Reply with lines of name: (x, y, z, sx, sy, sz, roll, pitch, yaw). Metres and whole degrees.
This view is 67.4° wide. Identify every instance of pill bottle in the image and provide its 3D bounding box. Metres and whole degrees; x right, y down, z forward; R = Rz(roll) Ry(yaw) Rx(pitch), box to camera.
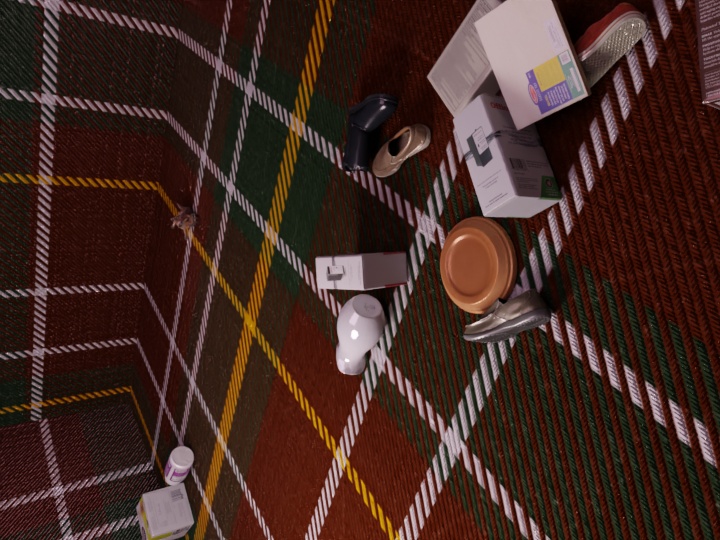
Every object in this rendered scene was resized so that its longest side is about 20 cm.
pill bottle: (-0.859, 0.925, 2.543, 0.113, 0.111, 0.202, 58, 133, 32)

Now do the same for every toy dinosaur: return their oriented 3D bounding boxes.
toy dinosaur: (-0.772, -0.236, 2.386, 0.135, 0.085, 0.203, -43, 43, 33)

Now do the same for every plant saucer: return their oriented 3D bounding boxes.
plant saucer: (0.236, -0.010, 1.130, 0.198, 0.037, 0.205, 6, 98, 52)

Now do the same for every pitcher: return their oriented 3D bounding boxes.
pitcher: (-0.013, 0.143, 1.411, 0.174, 0.118, 0.202, -109, 27, -43)

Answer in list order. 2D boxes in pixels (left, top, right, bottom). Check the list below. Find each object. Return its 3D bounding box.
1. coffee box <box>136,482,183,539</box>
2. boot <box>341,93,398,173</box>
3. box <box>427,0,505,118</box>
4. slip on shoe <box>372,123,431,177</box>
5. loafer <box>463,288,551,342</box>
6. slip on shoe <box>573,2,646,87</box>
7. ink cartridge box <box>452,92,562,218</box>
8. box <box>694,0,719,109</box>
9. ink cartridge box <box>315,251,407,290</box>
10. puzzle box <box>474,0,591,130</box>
coffee box: (-0.943, 1.177, 2.597, 0.199, 0.197, 0.202, -53, 52, 39)
boot: (0.022, -0.332, 1.340, 0.199, 0.075, 0.172, 2, 87, 59)
box: (0.242, -0.405, 1.037, 0.201, 0.107, 0.130, -51, 55, 40)
slip on shoe: (0.083, -0.285, 1.289, 0.198, 0.060, 0.078, -22, 76, 51)
loafer: (0.282, 0.091, 1.059, 0.199, 0.074, 0.071, -30, 58, 44)
slip on shoe: (0.380, -0.359, 0.905, 0.200, 0.073, 0.062, -42, 36, 47)
ink cartridge box: (0.267, -0.206, 0.989, 0.083, 0.144, 0.204, -32, 67, 49)
box: (0.500, -0.324, 0.717, 0.074, 0.099, 0.205, -2, 90, 51)
ink cartridge box: (0.000, 0.000, 1.347, 0.198, 0.144, 0.085, -1, 94, 53)
puzzle box: (0.287, -0.358, 0.908, 0.132, 0.025, 0.203, -19, 97, 42)
